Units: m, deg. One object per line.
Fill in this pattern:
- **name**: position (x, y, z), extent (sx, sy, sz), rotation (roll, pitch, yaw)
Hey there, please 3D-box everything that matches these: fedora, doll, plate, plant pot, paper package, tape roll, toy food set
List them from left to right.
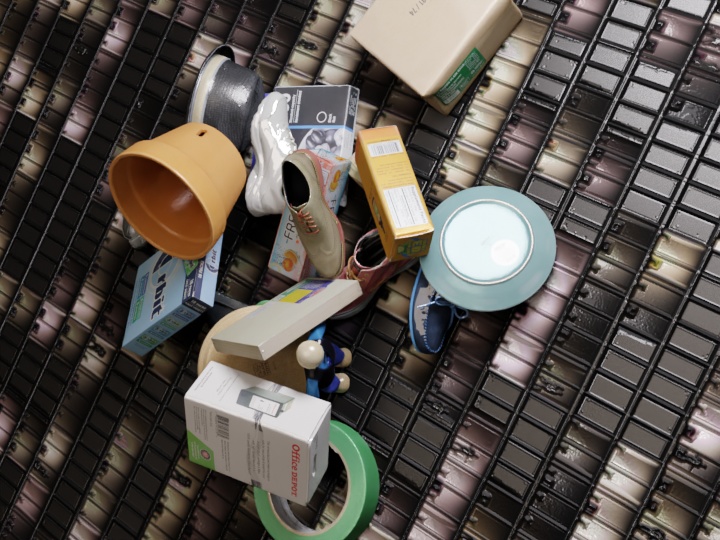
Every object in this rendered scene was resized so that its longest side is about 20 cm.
- **plant pot**: position (-0.271, -0.137, 1.617), extent (0.199, 0.201, 0.140), rotation (15, 46, 29)
- **fedora**: position (-0.217, -0.269, 1.720), extent (0.091, 0.201, 0.202), rotation (15, 87, 11)
- **toy food set**: position (-0.153, 0.153, 1.610), extent (0.197, 0.049, 0.201), rotation (-33, 94, -7)
- **tape roll**: position (-0.069, 0.329, 1.583), extent (0.199, 0.048, 0.202), rotation (-6, 78, 28)
- **doll**: position (-0.058, 0.131, 1.526), extent (0.048, 0.200, 0.138), rotation (2, 80, 13)
- **paper package**: position (0.118, -0.378, 1.590), extent (0.191, 0.103, 0.200), rotation (45, 101, 27)
- **plate**: position (0.182, -0.038, 1.491), extent (0.198, 0.026, 0.202), rotation (-3, 65, 7)

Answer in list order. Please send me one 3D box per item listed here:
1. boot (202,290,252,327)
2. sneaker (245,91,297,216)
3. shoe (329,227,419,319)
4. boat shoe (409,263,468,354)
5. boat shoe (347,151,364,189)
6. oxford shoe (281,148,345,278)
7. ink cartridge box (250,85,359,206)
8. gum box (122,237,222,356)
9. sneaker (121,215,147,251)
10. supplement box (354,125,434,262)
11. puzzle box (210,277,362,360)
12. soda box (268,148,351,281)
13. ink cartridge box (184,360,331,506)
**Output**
- **boot**: position (-0.224, 0.129, 1.687), extent (0.199, 0.076, 0.169), rotation (21, 87, 23)
- **sneaker**: position (-0.122, -0.184, 1.657), extent (0.099, 0.078, 0.202), rotation (6, 95, 23)
- **shoe**: position (0.000, 0.000, 1.584), extent (0.200, 0.091, 0.072), rotation (-37, 65, 17)
- **boat shoe**: position (0.121, 0.024, 1.519), extent (0.068, 0.084, 0.202), rotation (4, 84, 38)
- **boat shoe**: position (0.051, -0.127, 1.594), extent (0.065, 0.071, 0.200), rotation (-50, 61, 12)
- **oxford shoe**: position (-0.079, -0.078, 1.543), extent (0.070, 0.075, 0.201), rotation (-17, 97, 23)
- **ink cartridge box**: position (-0.105, -0.206, 1.710), extent (0.199, 0.043, 0.200), rotation (3, 83, 29)
- **gum box**: position (-0.309, 0.026, 1.707), extent (0.200, 0.044, 0.171), rotation (-34, 39, 36)
- **sneaker**: position (-0.351, -0.075, 1.806), extent (0.200, 0.075, 0.116), rotation (33, 101, 39)
- **supplement box**: position (0.047, -0.114, 1.516), extent (0.068, 0.067, 0.201), rotation (-8, 59, -12)
- **puzzle box**: position (-0.108, 0.067, 1.527), extent (0.133, 0.199, 0.026), rotation (3, 119, 52)
- **soda box**: position (-0.080, -0.088, 1.623), extent (0.063, 0.068, 0.201), rotation (26, 111, 22)
- **ink cartridge box**: position (-0.148, 0.237, 1.506), extent (0.199, 0.084, 0.146), rotation (18, 132, 15)
